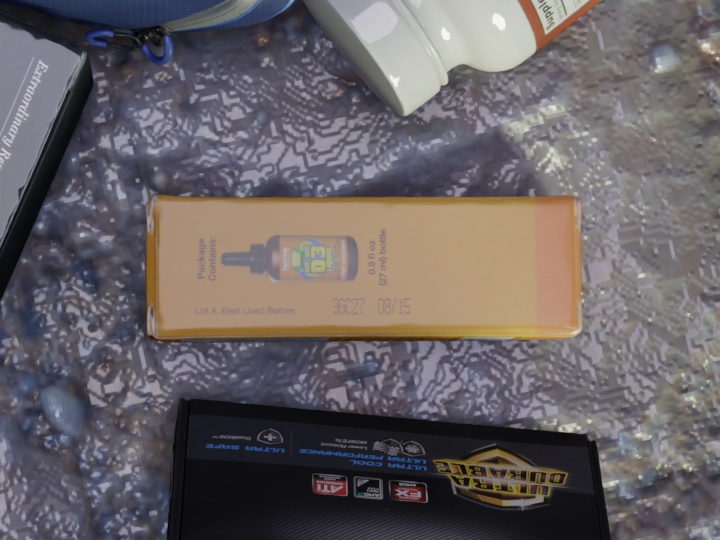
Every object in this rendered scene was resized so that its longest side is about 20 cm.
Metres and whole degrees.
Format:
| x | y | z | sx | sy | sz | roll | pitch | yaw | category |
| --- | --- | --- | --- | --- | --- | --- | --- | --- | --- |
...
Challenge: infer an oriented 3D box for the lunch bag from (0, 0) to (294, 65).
| x | y | z | sx | sy | sz | roll | pitch | yaw | category |
| --- | --- | --- | --- | --- | --- | --- | --- | --- | --- |
| -0.095 | -0.192 | 1.111 | 0.136 | 0.132 | 0.201 | 0 | 86 | 36 | lunch bag |

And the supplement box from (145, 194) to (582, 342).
| x | y | z | sx | sy | sz | roll | pitch | yaw | category |
| --- | --- | --- | --- | --- | --- | --- | --- | --- | --- |
| 0.000 | 0.000 | 1.156 | 0.199 | 0.069 | 0.067 | 0 | 87 | -6 | supplement box |

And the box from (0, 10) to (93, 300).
| x | y | z | sx | sy | sz | roll | pitch | yaw | category |
| --- | --- | --- | --- | --- | --- | --- | --- | --- | --- |
| -0.238 | -0.065 | 1.118 | 0.200 | 0.107 | 0.149 | 24 | 86 | -2 | box |

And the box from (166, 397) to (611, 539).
| x | y | z | sx | sy | sz | roll | pitch | yaw | category |
| --- | --- | --- | --- | --- | --- | --- | --- | --- | --- |
| 0.012 | 0.139 | 1.091 | 0.199 | 0.199 | 0.050 | 6 | 122 | -4 | box |

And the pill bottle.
| x | y | z | sx | sy | sz | roll | pitch | yaw | category |
| --- | --- | --- | --- | --- | --- | --- | --- | --- | --- |
| 0.072 | -0.164 | 1.145 | 0.200 | 0.112 | 0.112 | -38 | 91 | -4 | pill bottle |
